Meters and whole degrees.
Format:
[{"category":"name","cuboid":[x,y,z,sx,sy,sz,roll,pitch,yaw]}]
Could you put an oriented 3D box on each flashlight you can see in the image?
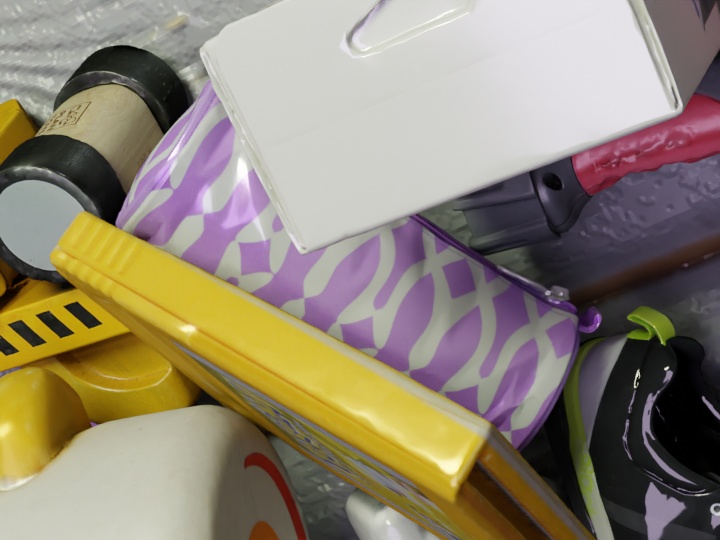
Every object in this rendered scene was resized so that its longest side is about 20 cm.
[{"category":"flashlight","cuboid":[0.134,-0.051,0.707,0.199,0.068,0.068,-16,103,22]}]

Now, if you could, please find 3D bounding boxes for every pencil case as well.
[{"category":"pencil case","cuboid":[0.000,0.000,0.704,0.200,0.084,0.086,33,106,-14]}]

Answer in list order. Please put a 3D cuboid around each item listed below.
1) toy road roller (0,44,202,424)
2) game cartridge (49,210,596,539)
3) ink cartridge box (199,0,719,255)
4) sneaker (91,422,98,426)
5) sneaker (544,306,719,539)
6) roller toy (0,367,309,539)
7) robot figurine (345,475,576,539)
[{"category":"toy road roller","cuboid":[-0.147,0.005,0.797,0.199,0.123,0.146,-17,116,23]},{"category":"game cartridge","cuboid":[-0.011,0.057,0.671,0.200,0.176,0.033,25,77,31]},{"category":"ink cartridge box","cuboid":[0.052,-0.094,0.642,0.146,0.200,0.086,-19,103,24]},{"category":"sneaker","cuboid":[-0.112,0.142,0.866,0.088,0.081,0.201,-17,111,-1]},{"category":"sneaker","cuboid":[0.143,0.113,0.738,0.083,0.072,0.201,-21,98,48]},{"category":"roller toy","cuboid":[-0.101,0.154,0.731,0.139,0.183,0.200,-11,139,12]},{"category":"robot figurine","cuboid":[0.071,0.173,0.790,0.169,0.113,0.201,-31,99,-7]}]
